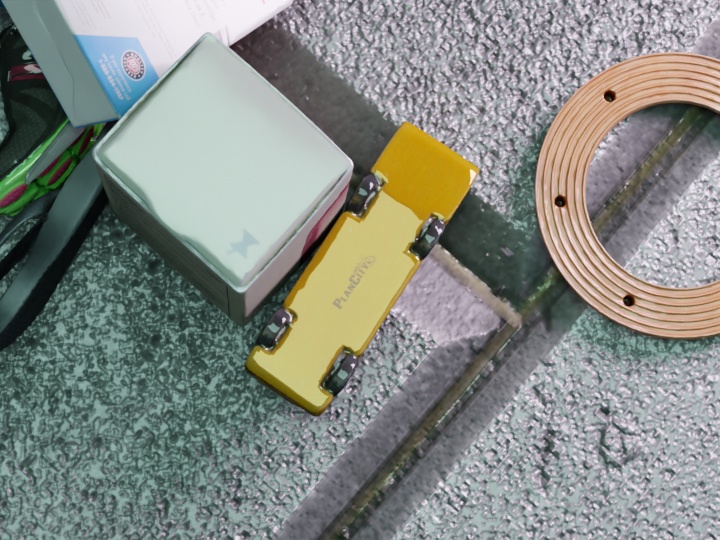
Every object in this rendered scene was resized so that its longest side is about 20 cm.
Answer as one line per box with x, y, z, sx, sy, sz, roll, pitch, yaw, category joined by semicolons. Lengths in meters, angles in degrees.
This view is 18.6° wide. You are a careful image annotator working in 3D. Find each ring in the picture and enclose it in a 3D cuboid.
0.218;-0.051;1.517;0.199;0.019;0.202;0;80;-2;ring

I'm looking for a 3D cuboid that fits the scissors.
-0.161;-0.121;1.465;0.014;0.073;0.201;12;64;28;scissors

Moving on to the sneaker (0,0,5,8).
-0.278;-0.250;1.474;0.199;0.080;0.131;8;77;21;sneaker

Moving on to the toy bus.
0.000;0.000;1.467;0.065;0.078;0.201;33;81;0;toy bus

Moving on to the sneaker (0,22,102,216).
-0.213;-0.126;1.488;0.083;0.077;0.201;22;70;7;sneaker

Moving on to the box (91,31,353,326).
-0.087;-0.053;1.411;0.128;0.200;0.109;42;82;2;box

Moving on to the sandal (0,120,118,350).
-0.208;-0.028;1.464;0.043;0.076;0.201;31;80;3;sandal

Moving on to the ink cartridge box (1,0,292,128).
-0.126;-0.192;1.432;0.200;0.067;0.116;-37;107;-31;ink cartridge box
